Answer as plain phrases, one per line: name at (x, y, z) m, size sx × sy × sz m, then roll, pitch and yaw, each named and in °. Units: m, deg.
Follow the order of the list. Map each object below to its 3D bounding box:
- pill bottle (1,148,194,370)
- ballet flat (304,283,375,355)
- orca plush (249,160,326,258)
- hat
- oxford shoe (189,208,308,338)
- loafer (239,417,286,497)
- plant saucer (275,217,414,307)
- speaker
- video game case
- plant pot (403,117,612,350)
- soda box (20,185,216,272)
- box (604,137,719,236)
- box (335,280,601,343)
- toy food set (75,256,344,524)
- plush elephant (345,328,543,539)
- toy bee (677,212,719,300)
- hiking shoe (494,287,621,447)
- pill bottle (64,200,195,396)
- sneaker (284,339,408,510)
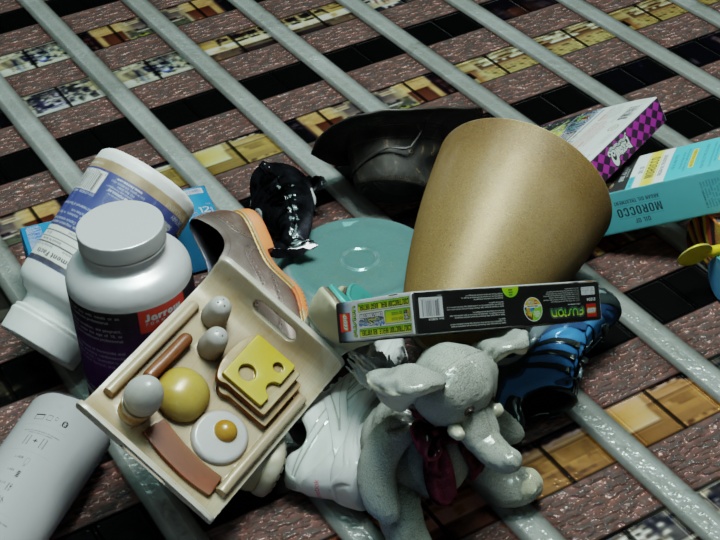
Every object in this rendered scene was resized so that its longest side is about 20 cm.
pill bottle at (-0.257, -0.009, 1.378) m, size 0.111 × 0.111 × 0.200 m, roll 24°, pitch 76°, yaw 32°
ballet flat at (-0.018, 0.051, 1.291) m, size 0.069 × 0.070 × 0.200 m, roll 3°, pitch 0°, yaw 8°
orca plush at (-0.098, -0.078, 1.514) m, size 0.105 × 0.071 × 0.200 m, roll -25°, pitch 27°, yaw 17°
hat at (0.048, -0.119, 1.565) m, size 0.200 × 0.201 × 0.081 m, roll -10°, pitch 77°, yaw -9°
oxford shoe at (-0.109, 0.022, 1.378) m, size 0.073 × 0.071 × 0.200 m, roll 0°, pitch 45°, yaw -38°
loafer at (-0.111, 0.111, 1.269) m, size 0.068 × 0.076 × 0.200 m, roll 18°, pitch 32°, yaw -26°
plant saucer at (0.000, 0.000, 1.461) m, size 0.200 × 0.036 × 0.200 m, roll -3°, pitch 37°, yaw 2°
speaker at (-0.287, 0.194, 1.184) m, size 0.081 × 0.081 × 0.200 m, roll 8°, pitch 38°, yaw 15°
video game case at (0.207, -0.114, 1.529) m, size 0.181 × 0.036 × 0.200 m, roll -11°, pitch 23°, yaw 44°
plant pot at (0.120, -0.013, 1.370) m, size 0.186 × 0.187 × 0.200 m, roll 15°, pitch 52°, yaw 23°
soda box at (-0.247, -0.025, 1.486) m, size 0.200 × 0.068 × 0.064 m, roll -14°, pitch 37°, yaw -14°
box at (0.305, -0.085, 1.473) m, size 0.200 × 0.049 × 0.082 m, roll -12°, pitch 24°, yaw 29°
box at (0.092, 0.034, 1.196) m, size 0.200 × 0.035 × 0.110 m, roll -3°, pitch -4°, yaw -34°
toy food set at (-0.120, 0.095, 1.180) m, size 0.143 × 0.060 × 0.200 m, roll 41°, pitch 54°, yaw 2°
plush elephant at (0.072, 0.123, 1.133) m, size 0.165 × 0.155 × 0.200 m, roll -23°, pitch 77°, yaw -30°
toy bee at (0.392, -0.019, 1.396) m, size 0.131 × 0.109 × 0.200 m, roll -26°, pitch 42°, yaw -30°
hiking shoe at (0.177, 0.093, 1.304) m, size 0.200 × 0.074 × 0.087 m, roll -35°, pitch 54°, yaw -22°
pill bottle at (-0.202, 0.041, 1.283) m, size 0.112 × 0.200 × 0.113 m, roll -2°, pitch 37°, yaw 2°
sneaker at (-0.015, 0.123, 1.266) m, size 0.099 × 0.078 × 0.200 m, roll 5°, pitch 36°, yaw 17°
